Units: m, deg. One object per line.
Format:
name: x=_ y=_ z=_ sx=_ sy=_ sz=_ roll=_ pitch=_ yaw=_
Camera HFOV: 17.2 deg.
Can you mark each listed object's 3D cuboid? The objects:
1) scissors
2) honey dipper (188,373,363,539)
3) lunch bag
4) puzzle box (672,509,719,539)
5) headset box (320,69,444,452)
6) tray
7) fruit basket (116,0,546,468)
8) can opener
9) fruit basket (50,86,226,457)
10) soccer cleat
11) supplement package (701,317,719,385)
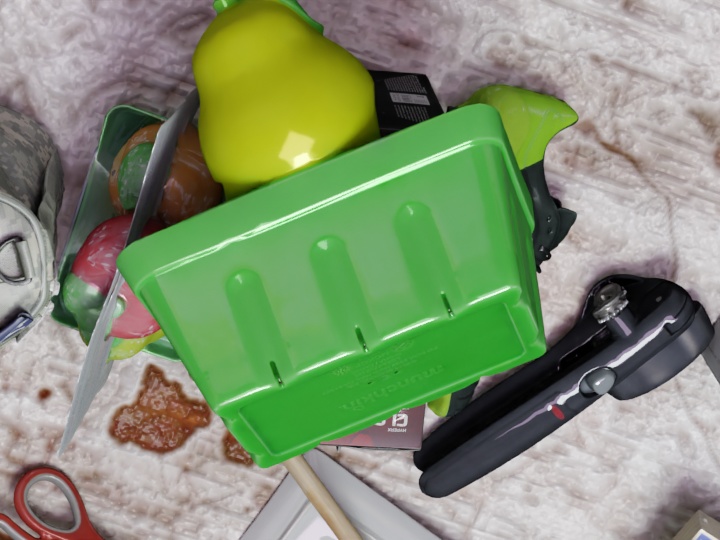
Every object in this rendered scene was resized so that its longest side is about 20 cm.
scissors: x=-0.137 y=0.192 z=1.420 sx=0.200 sy=0.014 sz=0.073 roll=35 pitch=64 yaw=-9
honey dipper: x=-0.031 y=0.119 z=1.373 sx=0.038 sy=0.038 sz=0.200 roll=-32 pitch=119 yaw=5
lunch bag: x=-0.242 y=-0.019 z=1.272 sx=0.167 sy=0.200 sz=0.140 roll=-13 pitch=109 yaw=0
puzzle box: x=0.243 y=0.246 z=1.429 sx=0.200 sy=0.025 sz=0.133 roll=33 pitch=111 yaw=-9
headset box: x=0.000 y=0.000 z=1.327 sx=0.075 sy=0.149 sz=0.201 roll=4 pitch=107 yaw=-6
tray: x=0.019 y=0.207 z=1.438 sx=0.200 sy=0.022 sz=0.108 roll=36 pitch=100 yaw=-2
fruit basket: x=-0.021 y=-0.033 z=1.187 sx=0.215 sy=0.156 sz=0.216 roll=-5 pitch=66 yaw=12
can opener: x=0.116 y=0.072 z=1.405 sx=0.200 sy=0.063 sz=0.079 roll=-34 pitch=108 yaw=5
fruit basket: x=-0.125 y=-0.014 z=1.286 sx=0.093 sy=0.200 sz=0.186 roll=20 pitch=106 yaw=5
soccer cleat: x=0.080 y=-0.008 z=1.379 sx=0.081 sy=0.068 sz=0.201 roll=4 pitch=107 yaw=-20
supplement package: x=0.308 y=0.013 z=1.376 sx=0.117 sy=0.117 sz=0.200 roll=32 pitch=102 yaw=-13
